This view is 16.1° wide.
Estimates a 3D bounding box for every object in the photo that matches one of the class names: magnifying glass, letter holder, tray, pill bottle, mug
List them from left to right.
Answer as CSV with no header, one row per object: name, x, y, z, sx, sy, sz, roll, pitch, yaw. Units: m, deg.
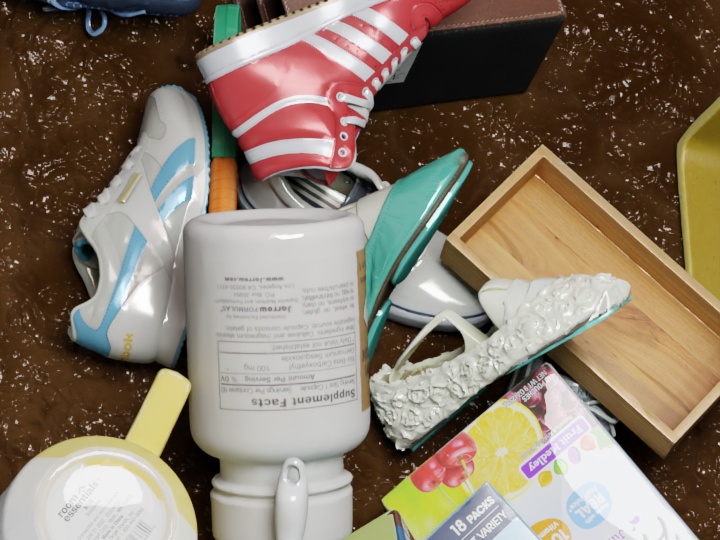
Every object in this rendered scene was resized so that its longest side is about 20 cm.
mug,-0.166,0.156,1.521,0.148,0.153,0.188,-3,65,-16
magnifying glass,-0.091,-0.088,1.701,0.022,0.080,0.201,-1,61,-1
pill bottle,-0.051,0.066,1.581,0.114,0.114,0.201,-4,98,-17
letter holder,0.020,-0.198,1.780,0.199,0.101,0.143,-8,65,-19
tray,0.159,0.020,1.677,0.200,0.037,0.099,43,68,10

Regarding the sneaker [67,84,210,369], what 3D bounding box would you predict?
sneaker,-0.144,-0.036,1.667,0.080,0.077,0.201,9,60,-10

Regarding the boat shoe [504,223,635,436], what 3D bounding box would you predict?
boat shoe,0.147,0.061,1.705,0.074,0.065,0.203,23,61,-3

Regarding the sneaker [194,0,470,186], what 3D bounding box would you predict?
sneaker,0.003,-0.125,1.654,0.199,0.071,0.113,-22,90,-11

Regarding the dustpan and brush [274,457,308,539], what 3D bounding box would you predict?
dustpan and brush,-0.047,0.215,1.532,0.139,0.057,0.201,4,106,9

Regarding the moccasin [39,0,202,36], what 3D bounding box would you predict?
moccasin,-0.203,-0.213,1.745,0.199,0.068,0.081,18,48,-1

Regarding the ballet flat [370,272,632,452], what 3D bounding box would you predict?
ballet flat,0.079,0.046,1.625,0.072,0.200,0.072,37,32,-29

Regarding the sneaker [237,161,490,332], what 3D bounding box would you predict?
sneaker,0.008,-0.024,1.705,0.199,0.071,0.073,26,60,-2

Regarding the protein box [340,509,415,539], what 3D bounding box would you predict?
protein box,-0.011,0.281,1.437,0.198,0.135,0.201,-30,97,2

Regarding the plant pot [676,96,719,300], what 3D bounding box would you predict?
plant pot,0.354,-0.033,1.745,0.199,0.196,0.195,9,62,-19

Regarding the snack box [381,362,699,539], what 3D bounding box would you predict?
snack box,0.130,0.179,1.621,0.142,0.053,0.200,-39,79,-1

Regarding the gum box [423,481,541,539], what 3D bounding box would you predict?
gum box,0.084,0.261,1.563,0.170,0.045,0.200,-42,79,-2

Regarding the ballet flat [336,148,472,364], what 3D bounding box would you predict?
ballet flat,0.000,0.000,1.649,0.070,0.067,0.201,28,99,5
